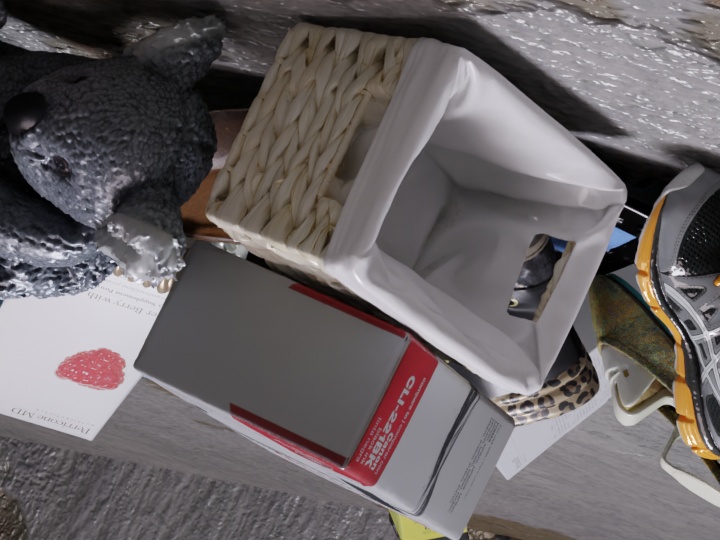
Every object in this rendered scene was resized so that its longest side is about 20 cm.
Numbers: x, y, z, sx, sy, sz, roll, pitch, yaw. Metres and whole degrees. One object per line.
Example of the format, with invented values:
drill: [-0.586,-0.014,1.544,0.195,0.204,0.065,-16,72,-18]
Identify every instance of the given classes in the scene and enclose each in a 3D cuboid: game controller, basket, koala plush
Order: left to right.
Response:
koala plush: [-0.152,-0.067,1.465,0.184,0.178,0.200,25,157,-38]
basket: [0.030,-0.036,1.420,0.123,0.136,0.200,20,170,38]
game controller: [0.125,-0.033,1.596,0.104,0.042,0.200,17,169,-11]

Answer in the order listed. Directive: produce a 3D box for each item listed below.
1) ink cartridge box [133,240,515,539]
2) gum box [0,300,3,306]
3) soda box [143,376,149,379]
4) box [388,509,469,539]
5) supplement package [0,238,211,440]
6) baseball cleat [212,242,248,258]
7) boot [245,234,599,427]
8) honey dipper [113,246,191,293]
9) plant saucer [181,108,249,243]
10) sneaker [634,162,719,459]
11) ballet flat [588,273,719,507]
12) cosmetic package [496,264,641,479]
ink cartridge box: [-0.015,0.071,1.487,0.144,0.084,0.200,24,174,25]
gum box: [-0.277,-0.045,1.583,0.170,0.045,0.200,47,-158,-15]
soda box: [-0.073,0.052,1.913,0.200,0.068,0.064,-2,161,44]
box: [0.034,0.091,1.820,0.050,0.200,0.075,-10,-164,-5]
supplement package: [-0.194,0.006,1.804,0.121,0.120,0.200,18,140,-20]
baseball cleat: [-0.086,0.009,1.852,0.106,0.070,0.200,-24,168,-36]
boot: [0.041,0.026,1.603,0.200,0.073,0.151,-7,131,25]
honey dipper: [-0.057,0.022,1.661,0.200,0.038,0.038,21,170,4]
plant saucer: [-0.063,-0.053,1.631,0.200,0.032,0.200,0,164,0]
sneaker: [0.216,0.027,1.505,0.077,0.078,0.200,18,137,45]
ballet flat: [0.195,0.086,1.615,0.200,0.071,0.071,45,178,16]
cosmetic package: [0.137,0.067,1.820,0.052,0.151,0.200,49,177,14]
